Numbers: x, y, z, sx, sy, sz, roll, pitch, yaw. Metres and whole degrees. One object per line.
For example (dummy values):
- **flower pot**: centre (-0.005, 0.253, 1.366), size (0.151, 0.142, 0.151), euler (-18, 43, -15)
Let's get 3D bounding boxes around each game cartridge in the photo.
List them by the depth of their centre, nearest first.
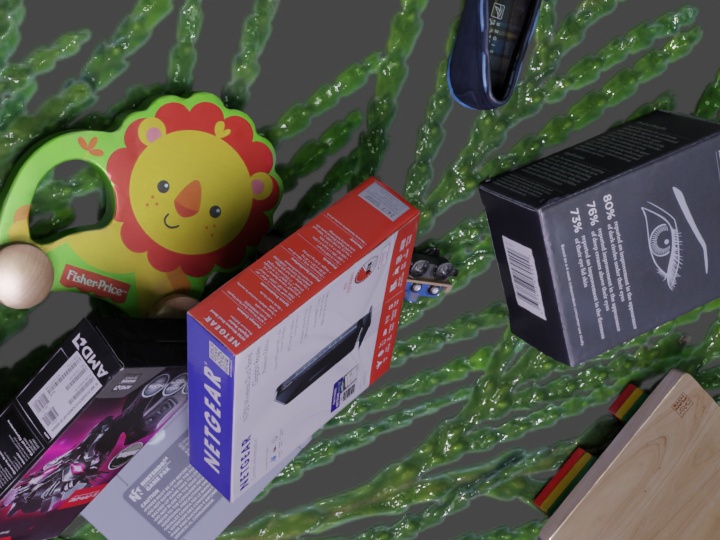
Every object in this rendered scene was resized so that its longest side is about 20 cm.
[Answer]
- **game cartridge**: centre (-0.131, 0.139, 1.003), size (0.200, 0.040, 0.133), euler (-44, 121, -11)

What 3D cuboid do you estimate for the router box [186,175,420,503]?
- **router box**: centre (-0.044, 0.053, 0.912), size (0.179, 0.049, 0.200), euler (-38, 155, -30)

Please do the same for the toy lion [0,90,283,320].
- **toy lion**: centre (-0.161, -0.047, 0.930), size (0.199, 0.069, 0.193), euler (19, 90, -27)

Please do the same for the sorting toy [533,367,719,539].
- **sorting toy**: centre (0.279, 0.216, 1.197), size (0.199, 0.070, 0.200), euler (42, 85, -28)

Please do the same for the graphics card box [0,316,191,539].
- **graphics card box**: centre (-0.203, 0.115, 0.874), size (0.200, 0.051, 0.125), euler (-47, 160, 15)

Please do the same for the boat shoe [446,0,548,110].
- **boat shoe**: centre (0.127, -0.224, 0.997), size (0.084, 0.069, 0.201), euler (0, 105, -24)

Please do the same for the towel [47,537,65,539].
- **towel**: centre (-0.238, 0.323, 1.018), size (0.149, 0.031, 0.201), euler (25, 94, -29)

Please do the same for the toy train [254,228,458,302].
- **toy train**: centre (0.000, 0.000, 1.004), size (0.199, 0.034, 0.046), euler (6, 120, -39)

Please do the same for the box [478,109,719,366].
- **box**: centre (0.222, -0.032, 1.077), size (0.199, 0.104, 0.149), euler (-22, 113, -18)
